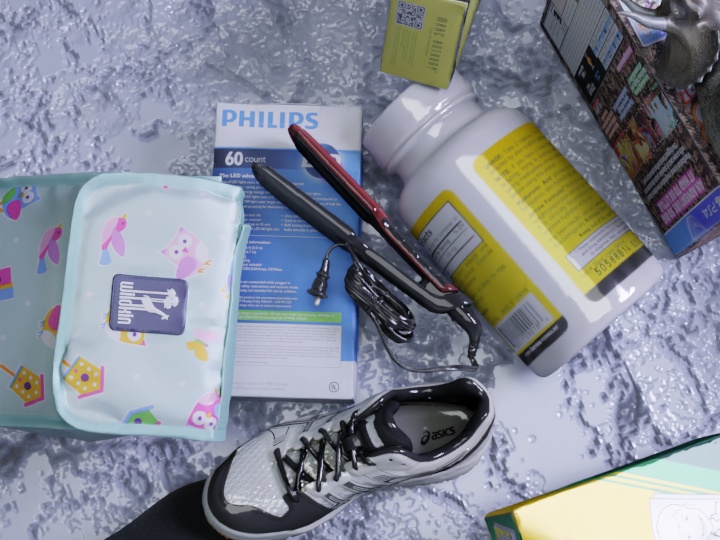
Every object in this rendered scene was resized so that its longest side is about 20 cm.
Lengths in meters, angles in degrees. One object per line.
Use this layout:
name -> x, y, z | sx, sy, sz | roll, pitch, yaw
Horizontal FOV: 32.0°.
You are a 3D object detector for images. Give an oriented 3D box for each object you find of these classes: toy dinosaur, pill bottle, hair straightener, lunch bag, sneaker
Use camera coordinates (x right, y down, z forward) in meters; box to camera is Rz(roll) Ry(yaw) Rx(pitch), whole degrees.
toy dinosaur -> 0.232, -0.092, 0.706 | 0.102, 0.077, 0.200 | -30, 86, 8
pill bottle -> 0.096, -0.037, 0.833 | 0.111, 0.111, 0.200 | -40, 82, -4
hair straightener -> 0.000, 0.000, 0.816 | 0.077, 0.041, 0.200 | -44, 92, -10
lunch bag -> -0.168, 0.024, 0.808 | 0.199, 0.122, 0.171 | 1, 81, 23
sneaker -> -0.129, 0.212, 0.826 | 0.201, 0.108, 0.067 | -22, 48, -35
sneaker -> -0.007, 0.111, 0.803 | 0.199, 0.088, 0.076 | -18, 68, -16

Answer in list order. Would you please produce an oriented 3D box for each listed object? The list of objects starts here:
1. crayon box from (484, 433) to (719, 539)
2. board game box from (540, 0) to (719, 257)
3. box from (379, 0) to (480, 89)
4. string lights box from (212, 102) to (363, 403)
crayon box -> 0.192, 0.222, 0.788 | 0.172, 0.058, 0.201 | -15, 80, -21
board game box -> 0.214, -0.128, 0.819 | 0.097, 0.159, 0.200 | -28, 82, -3
box -> 0.066, -0.216, 0.838 | 0.050, 0.075, 0.200 | 17, 53, 6
string lights box -> -0.051, -0.011, 0.860 | 0.102, 0.059, 0.201 | 2, 81, 2
